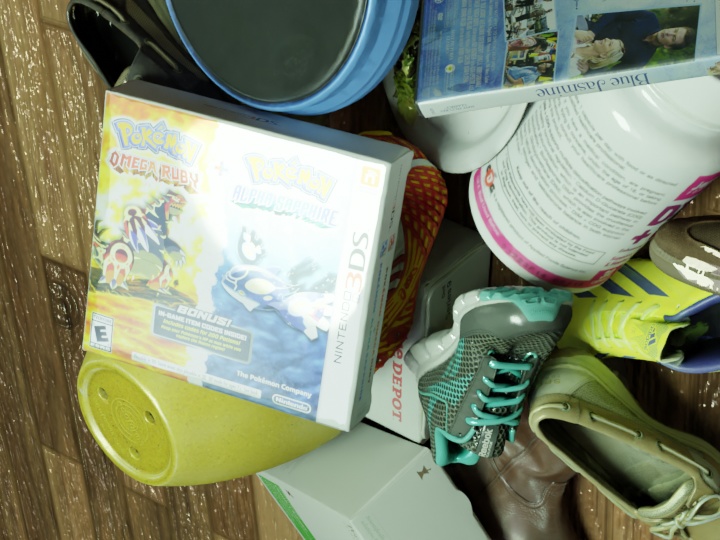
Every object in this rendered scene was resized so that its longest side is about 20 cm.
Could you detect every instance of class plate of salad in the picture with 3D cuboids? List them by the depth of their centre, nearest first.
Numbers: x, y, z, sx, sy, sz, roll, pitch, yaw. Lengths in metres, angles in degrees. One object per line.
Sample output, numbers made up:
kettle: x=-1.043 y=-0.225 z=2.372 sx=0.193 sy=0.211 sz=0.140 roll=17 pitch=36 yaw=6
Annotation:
plate of salad: x=0.049 y=-0.161 z=0.987 sx=0.200 sy=0.048 sz=0.202 roll=20 pitch=112 yaw=60

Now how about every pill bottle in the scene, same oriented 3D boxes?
pill bottle: x=0.157 y=-0.082 z=0.937 sx=0.114 sy=0.113 sz=0.200 roll=48 pitch=139 yaw=7

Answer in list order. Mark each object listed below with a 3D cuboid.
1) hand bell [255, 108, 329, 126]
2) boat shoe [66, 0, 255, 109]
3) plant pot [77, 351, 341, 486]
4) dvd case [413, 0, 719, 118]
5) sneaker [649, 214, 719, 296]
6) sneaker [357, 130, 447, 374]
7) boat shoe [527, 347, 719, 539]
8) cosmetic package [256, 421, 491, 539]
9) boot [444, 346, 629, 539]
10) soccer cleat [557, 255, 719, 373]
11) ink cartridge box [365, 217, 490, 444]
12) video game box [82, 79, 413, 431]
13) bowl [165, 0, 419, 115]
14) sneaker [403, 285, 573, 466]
hand bell: x=-0.023 y=-0.139 z=1.042 sx=0.105 sy=0.104 sz=0.200 roll=61 pitch=153 yaw=-8
boat shoe: x=-0.137 y=-0.117 z=1.075 sx=0.200 sy=0.073 sz=0.075 roll=51 pitch=135 yaw=26
plant pot: x=-0.121 y=0.077 z=1.156 sx=0.199 sy=0.142 sz=0.202 roll=26 pitch=133 yaw=31
dvd case: x=0.128 y=-0.158 z=0.856 sx=0.198 sy=0.144 sz=0.018 roll=-7 pitch=148 yaw=20
sneaker: x=0.267 y=-0.019 z=0.899 sx=0.198 sy=0.070 sz=0.076 roll=11 pitch=111 yaw=14
sneaker: x=0.000 y=0.000 z=1.067 sx=0.077 sy=0.072 sz=0.201 roll=46 pitch=122 yaw=42
boat shoe: x=0.186 y=0.133 z=1.049 sx=0.073 sy=0.063 sz=0.200 roll=-34 pitch=113 yaw=33
cosmetic package: x=0.007 y=0.181 z=1.221 sx=0.108 sy=0.085 sz=0.200 roll=56 pitch=163 yaw=-17
boot: x=0.158 y=0.152 z=1.141 sx=0.186 sy=0.064 sz=0.200 roll=44 pitch=134 yaw=9
soccer cleat: x=0.189 y=0.032 z=1.006 sx=0.199 sy=0.084 sz=0.065 roll=-7 pitch=112 yaw=46
ink cartridge box: x=-0.008 y=0.018 z=1.181 sx=0.199 sy=0.087 sz=0.146 roll=25 pitch=132 yaw=31
video game box: x=-0.077 y=-0.011 z=1.016 sx=0.198 sy=0.047 sz=0.184 roll=15 pitch=109 yaw=16
bowl: x=-0.051 y=-0.193 z=0.967 sx=0.199 sy=0.039 sz=0.203 roll=16 pitch=115 yaw=39
sneaker: x=0.086 y=0.071 z=1.006 sx=0.200 sy=0.077 sz=0.092 roll=123 pitch=145 yaw=-66
